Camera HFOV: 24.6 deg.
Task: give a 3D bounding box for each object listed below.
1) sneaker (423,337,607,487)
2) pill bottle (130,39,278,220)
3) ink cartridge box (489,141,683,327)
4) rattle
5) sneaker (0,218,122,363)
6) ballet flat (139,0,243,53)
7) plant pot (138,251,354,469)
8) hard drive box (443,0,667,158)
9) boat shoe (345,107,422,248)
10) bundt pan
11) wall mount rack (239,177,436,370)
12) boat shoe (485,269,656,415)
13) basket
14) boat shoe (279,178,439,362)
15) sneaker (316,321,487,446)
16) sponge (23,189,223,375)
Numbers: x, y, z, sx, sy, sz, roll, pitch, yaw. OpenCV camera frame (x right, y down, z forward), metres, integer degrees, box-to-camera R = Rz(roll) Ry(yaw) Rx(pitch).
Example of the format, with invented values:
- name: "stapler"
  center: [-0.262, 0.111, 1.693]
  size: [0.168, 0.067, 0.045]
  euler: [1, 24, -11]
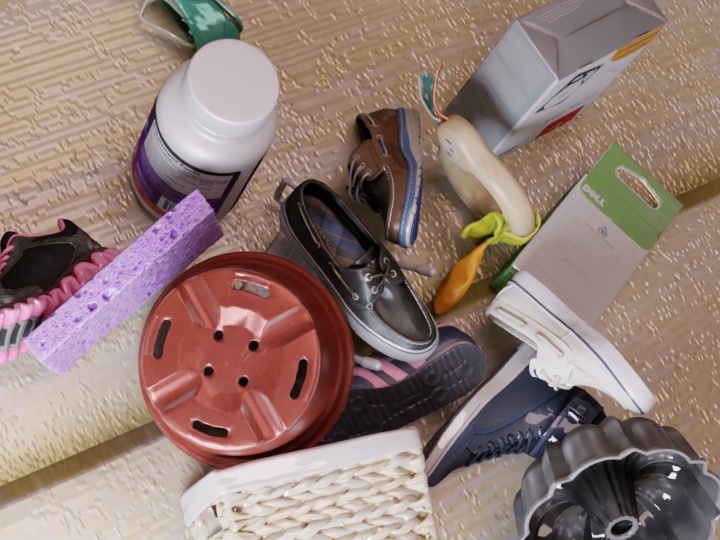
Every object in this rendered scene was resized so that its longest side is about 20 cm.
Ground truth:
- name: "sneaker"
  center: [0.154, 0.171, 1.575]
  size: [0.146, 0.077, 0.202]
  euler: [46, 60, 6]
- name: "pill bottle"
  center: [-0.140, -0.127, 1.514]
  size: [0.110, 0.200, 0.112]
  euler: [7, 66, -17]
- name: "ink cartridge box"
  center: [0.233, -0.026, 1.694]
  size: [0.104, 0.059, 0.200]
  euler: [41, 61, 0]
- name: "rattle"
  center: [0.075, -0.085, 1.619]
  size: [0.142, 0.130, 0.200]
  euler: [-34, 120, 5]
- name: "sneaker"
  center: [-0.300, 0.011, 1.468]
  size: [0.095, 0.079, 0.200]
  euler: [44, 37, 10]
- name: "ballet flat"
  center: [-0.205, -0.287, 1.645]
  size: [0.070, 0.067, 0.200]
  euler: [-42, 84, -14]
- name: "plant pot"
  center: [-0.104, 0.077, 1.417]
  size: [0.199, 0.195, 0.203]
  euler: [0, 86, -1]
- name: "hard drive box"
  center: [0.194, -0.205, 1.674]
  size: [0.155, 0.200, 0.077]
  euler: [-29, 81, -26]
- name: "boat shoe"
  center: [0.022, -0.090, 1.619]
  size: [0.072, 0.073, 0.201]
  euler: [4, 35, -3]
- name: "bundt pan"
  center: [0.231, 0.213, 1.532]
  size: [0.200, 0.203, 0.076]
  euler: [3, 37, -18]
- name: "wall mount rack"
  center: [-0.035, 0.010, 1.575]
  size: [0.173, 0.075, 0.201]
  euler: [34, 62, -4]
- name: "boat shoe"
  center: [0.192, 0.080, 1.551]
  size: [0.070, 0.071, 0.200]
  euler: [-43, 56, -4]
- name: "basket"
  center: [-0.042, 0.226, 1.453]
  size: [0.198, 0.136, 0.124]
  euler: [-9, 76, -23]
- name: "boat shoe"
  center: [0.000, 0.000, 1.520]
  size: [0.069, 0.057, 0.200]
  euler: [-39, 83, -28]
- name: "sneaker"
  center: [0.018, 0.108, 1.569]
  size: [0.199, 0.082, 0.071]
  euler: [-20, 120, -11]
- name: "sponge"
  center: [-0.206, 0.012, 1.459]
  size: [0.200, 0.112, 0.030]
  euler: [-41, 83, -8]
